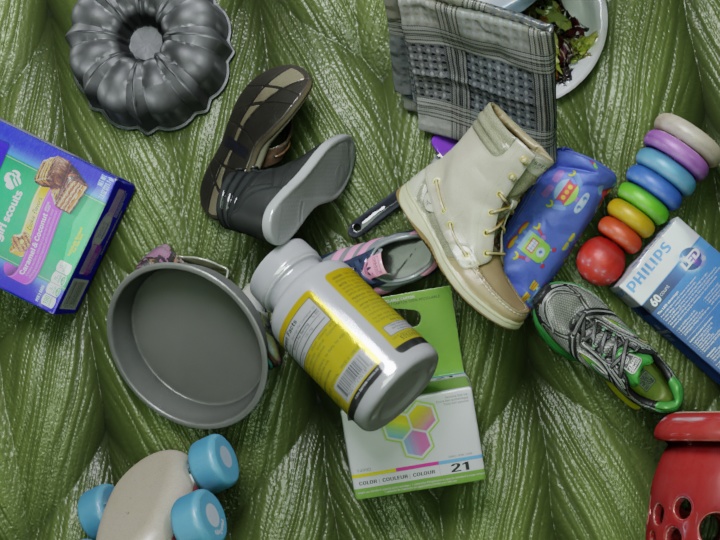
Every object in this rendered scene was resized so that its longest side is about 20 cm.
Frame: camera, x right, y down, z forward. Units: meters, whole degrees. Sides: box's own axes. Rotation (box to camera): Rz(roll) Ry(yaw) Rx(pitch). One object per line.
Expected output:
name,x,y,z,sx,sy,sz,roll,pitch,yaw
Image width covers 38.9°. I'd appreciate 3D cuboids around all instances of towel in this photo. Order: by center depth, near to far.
towel,0.114,-0.204,1.074,0.199,0.193,0.035,24,62,25

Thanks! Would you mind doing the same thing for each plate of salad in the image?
plate of salad,0.185,-0.289,1.164,0.198,0.048,0.202,0,86,3

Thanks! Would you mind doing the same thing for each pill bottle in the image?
pill bottle,-0.023,0.060,1.059,0.111,0.111,0.200,-46,68,0

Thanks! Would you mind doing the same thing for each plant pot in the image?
plant pot,0.390,0.236,1.043,0.198,0.200,0.185,-2,82,3

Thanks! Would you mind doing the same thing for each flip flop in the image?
flip flop,-0.115,-0.144,1.168,0.081,0.057,0.201,38,105,37

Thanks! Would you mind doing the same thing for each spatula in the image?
spatula,0.065,-0.102,1.171,0.200,0.021,0.057,-40,72,3

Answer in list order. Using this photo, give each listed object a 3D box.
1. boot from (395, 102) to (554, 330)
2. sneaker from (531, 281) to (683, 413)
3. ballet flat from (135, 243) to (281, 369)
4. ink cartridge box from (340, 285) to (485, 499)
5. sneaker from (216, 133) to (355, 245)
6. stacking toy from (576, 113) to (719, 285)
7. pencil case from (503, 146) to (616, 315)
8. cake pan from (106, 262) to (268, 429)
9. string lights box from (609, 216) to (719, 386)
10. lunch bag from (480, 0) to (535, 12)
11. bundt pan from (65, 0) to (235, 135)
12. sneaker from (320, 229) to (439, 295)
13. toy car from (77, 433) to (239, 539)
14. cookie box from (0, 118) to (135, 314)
boot,0.144,-0.056,1.051,0.155,0.072,0.201,-43,68,22
sneaker,0.273,0.081,1.102,0.199,0.085,0.078,36,86,-6
ballet flat,-0.161,0.032,1.161,0.199,0.069,0.071,32,64,5
ink cartridge box,0.048,0.132,1.113,0.146,0.076,0.202,-10,98,2
sneaker,-0.085,-0.102,1.126,0.098,0.200,0.071,12,129,27
stacking toy,0.309,-0.072,1.134,0.085,0.085,0.201,37,96,5
pencil case,0.200,-0.046,1.131,0.086,0.078,0.201,33,89,-6
cake pan,-0.186,0.079,1.124,0.198,0.037,0.202,9,115,18
string lights box,0.387,0.047,1.124,0.200,0.059,0.103,42,89,5
lunch bag,0.146,-0.363,1.089,0.168,0.127,0.202,-26,60,16
bundt pan,-0.249,-0.263,1.175,0.199,0.076,0.204,0,87,3
sneaker,0.000,0.000,1.138,0.198,0.082,0.071,-23,85,2
toy car,-0.194,0.318,1.116,0.183,0.177,0.201,-25,114,14
cookie box,-0.390,-0.068,1.170,0.198,0.075,0.172,25,89,5
